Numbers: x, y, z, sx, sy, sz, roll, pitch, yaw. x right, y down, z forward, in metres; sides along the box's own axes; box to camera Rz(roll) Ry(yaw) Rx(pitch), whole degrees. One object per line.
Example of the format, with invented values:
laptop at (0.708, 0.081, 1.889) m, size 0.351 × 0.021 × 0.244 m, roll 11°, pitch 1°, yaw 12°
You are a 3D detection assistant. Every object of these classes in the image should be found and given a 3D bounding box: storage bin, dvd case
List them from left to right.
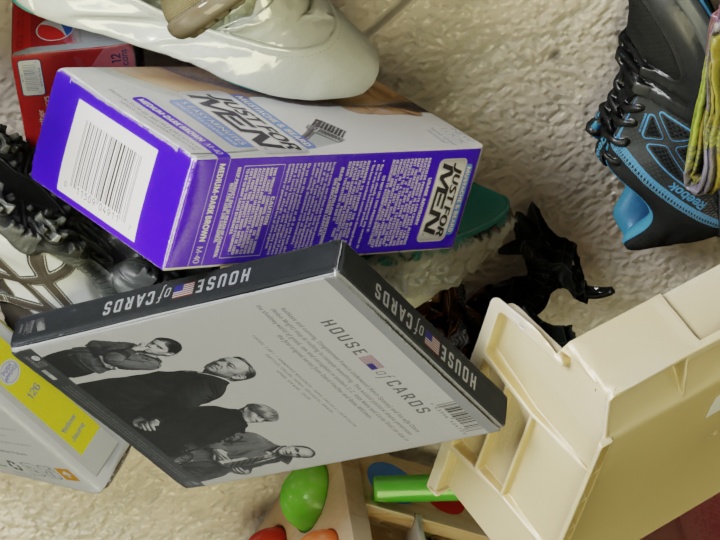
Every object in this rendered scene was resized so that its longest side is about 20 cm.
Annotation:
dvd case at (-0.050, 0.050, 1.377) m, size 0.199 × 0.025 × 0.150 m, roll -13°, pitch 141°, yaw 32°
storage bin at (0.155, 0.051, 1.442) m, size 0.199 × 0.094 × 0.199 m, roll -26°, pitch 154°, yaw -25°

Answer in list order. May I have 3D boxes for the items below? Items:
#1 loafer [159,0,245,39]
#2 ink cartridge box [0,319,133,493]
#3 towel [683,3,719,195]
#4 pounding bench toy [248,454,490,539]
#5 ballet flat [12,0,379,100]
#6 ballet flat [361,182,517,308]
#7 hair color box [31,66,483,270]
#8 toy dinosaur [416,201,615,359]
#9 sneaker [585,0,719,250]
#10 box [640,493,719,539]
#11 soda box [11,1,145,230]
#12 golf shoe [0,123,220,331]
loafer at (-0.048, -0.192, 1.305) m, size 0.067 × 0.200 × 0.076 m, roll 38°, pitch 150°, yaw -15°
ink cartridge box at (-0.245, 0.035, 1.456) m, size 0.200 × 0.197 × 0.047 m, roll 49°, pitch 64°, yaw -36°
towel at (0.239, -0.126, 1.415) m, size 0.200 × 0.023 × 0.144 m, roll -35°, pitch 150°, yaw -22°
pounding bench toy at (0.032, 0.158, 1.626) m, size 0.155 × 0.125 × 0.200 m, roll 18°, pitch 124°, yaw -22°
ballet flat at (-0.074, -0.134, 1.364) m, size 0.199 × 0.070 × 0.070 m, roll 15°, pitch 126°, yaw -18°
ballet flat at (0.000, 0.000, 1.471) m, size 0.199 × 0.072 × 0.072 m, roll -16°, pitch 143°, yaw -46°
hair color box at (-0.049, -0.054, 1.388) m, size 0.199 × 0.109 × 0.065 m, roll -3°, pitch 118°, yaw -46°
toy dinosaur at (0.068, 0.040, 1.575) m, size 0.199 × 0.103 × 0.136 m, roll 7°, pitch 147°, yaw -44°
sneaker at (0.158, -0.085, 1.478) m, size 0.081 × 0.073 × 0.201 m, roll -16°, pitch 130°, yaw 3°
box at (0.184, 0.188, 1.626) m, size 0.109 × 0.200 × 0.128 m, roll 23°, pitch 123°, yaw -25°
soda box at (-0.137, -0.054, 1.458) m, size 0.063 × 0.070 × 0.201 m, roll -6°, pitch 130°, yaw -2°
golf shoe at (-0.165, -0.004, 1.402) m, size 0.200 × 0.078 × 0.094 m, roll 32°, pitch 122°, yaw -24°
